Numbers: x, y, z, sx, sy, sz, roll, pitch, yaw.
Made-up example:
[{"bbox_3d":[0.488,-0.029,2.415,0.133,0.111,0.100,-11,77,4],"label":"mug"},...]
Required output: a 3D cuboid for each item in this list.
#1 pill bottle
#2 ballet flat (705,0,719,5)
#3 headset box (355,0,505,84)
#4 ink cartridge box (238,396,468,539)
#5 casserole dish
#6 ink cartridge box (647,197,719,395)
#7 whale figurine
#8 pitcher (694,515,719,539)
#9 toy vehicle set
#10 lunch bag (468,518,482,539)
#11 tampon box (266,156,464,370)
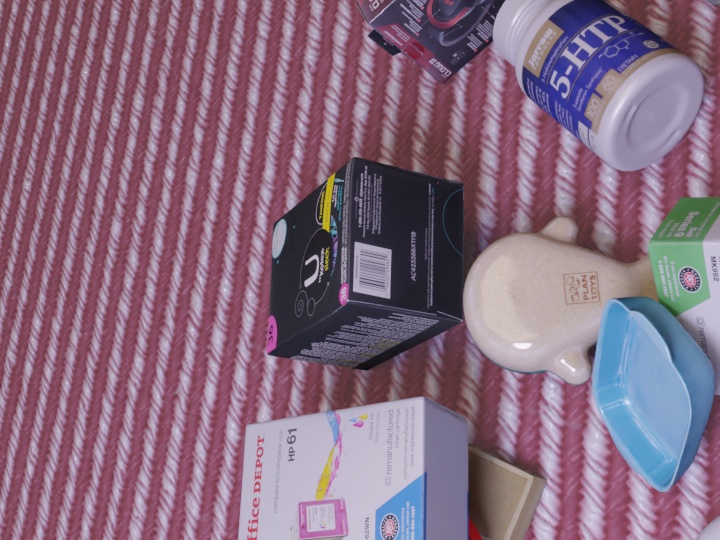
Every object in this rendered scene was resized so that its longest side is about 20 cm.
[{"bbox_3d":[0.220,-0.197,1.064,0.120,0.119,0.200,-51,50,12],"label":"pill bottle"},{"bbox_3d":[0.388,-0.333,1.019,0.200,0.064,0.068,-46,52,15],"label":"ballet flat"},{"bbox_3d":[0.095,-0.303,1.183,0.200,0.148,0.075,-39,52,21],"label":"headset box"},{"bbox_3d":[-0.009,0.204,0.982,0.199,0.085,0.146,-14,61,32],"label":"ink cartridge box"},{"bbox_3d":[0.244,0.099,0.916,0.039,0.201,0.121,-24,52,-12],"label":"casserole dish"},{"bbox_3d":[0.343,0.022,0.861,0.199,0.084,0.147,1,119,39],"label":"ink cartridge box"},{"bbox_3d":[0.197,0.030,1.028,0.198,0.104,0.160,-7,72,11],"label":"whale figurine"},{"bbox_3d":[0.276,0.275,0.857,0.171,0.121,0.201,36,108,56],"label":"pitcher"},{"bbox_3d":[0.086,0.268,1.056,0.124,0.026,0.201,21,87,41],"label":"toy vehicle set"},{"bbox_3d":[0.035,0.267,1.024,0.175,0.082,0.201,-24,59,29],"label":"lunch bag"},{"bbox_3d":[0.000,0.000,1.112,0.200,0.125,0.151,-34,50,57],"label":"tampon box"}]
